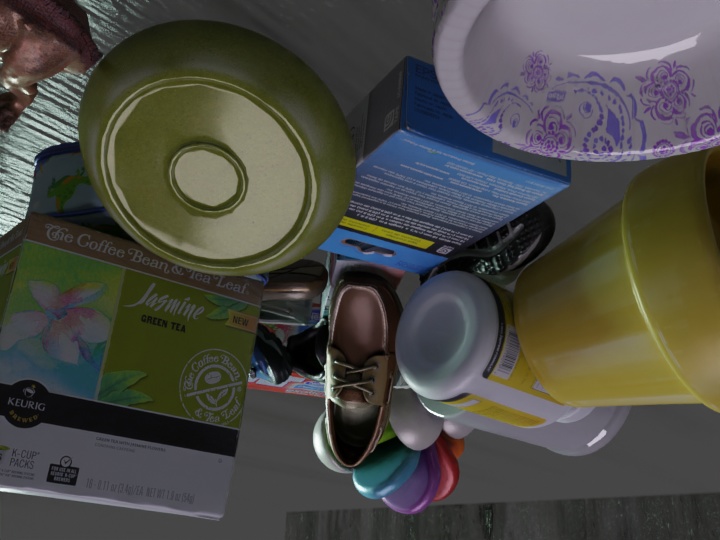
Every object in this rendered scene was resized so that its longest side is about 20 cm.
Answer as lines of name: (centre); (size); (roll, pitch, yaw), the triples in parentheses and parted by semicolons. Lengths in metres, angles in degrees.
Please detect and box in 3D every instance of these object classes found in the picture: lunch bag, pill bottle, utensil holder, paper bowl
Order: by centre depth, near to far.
paper bowl: (0.134, -0.145, 0.420); (0.199, 0.105, 0.201); (3, 159, 1)
lunch bag: (-0.178, -0.042, 0.746); (0.159, 0.083, 0.200); (-6, 157, 19)
pill bottle: (0.134, 0.080, 0.784); (0.199, 0.113, 0.112); (23, 151, -39)
utensil holder: (0.180, 0.108, 0.975); (0.199, 0.171, 0.170); (18, 154, -29)

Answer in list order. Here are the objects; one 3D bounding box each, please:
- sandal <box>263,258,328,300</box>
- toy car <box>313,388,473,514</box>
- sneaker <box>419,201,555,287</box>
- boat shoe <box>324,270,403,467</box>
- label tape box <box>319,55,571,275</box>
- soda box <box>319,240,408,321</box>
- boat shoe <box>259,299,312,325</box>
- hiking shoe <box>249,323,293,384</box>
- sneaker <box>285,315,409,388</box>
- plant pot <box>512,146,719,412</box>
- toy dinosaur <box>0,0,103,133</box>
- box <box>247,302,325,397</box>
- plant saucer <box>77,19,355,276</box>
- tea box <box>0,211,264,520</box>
sandal: (-0.116, 0.021, 0.864); (0.199, 0.054, 0.080); (3, -154, 33)
toy car: (0.054, 0.218, 1.052); (0.174, 0.151, 0.199); (-26, 164, 33)
sneaker: (0.126, -0.023, 0.802); (0.079, 0.074, 0.200); (-5, 167, -23)
boat shoe: (0.002, 0.099, 0.804); (0.075, 0.074, 0.201); (5, 122, 8)
label tape box: (0.044, -0.071, 0.672); (0.143, 0.064, 0.200); (14, 155, -24)
soda box: (0.000, 0.000, 0.861); (0.068, 0.064, 0.200); (5, 158, -6)
boat shoe: (-0.150, 0.034, 0.959); (0.198, 0.066, 0.074); (-2, 159, 12)
hiking shoe: (-0.165, 0.086, 0.899); (0.199, 0.087, 0.075); (19, 141, 22)
sneaker: (-0.001, 0.082, 0.880); (0.199, 0.074, 0.087); (-11, 163, 40)
plant pot: (0.234, 0.026, 0.686); (0.200, 0.202, 0.188); (21, 145, -40)
toy dinosaur: (-0.200, -0.150, 0.483); (0.135, 0.087, 0.200); (-18, 157, 28)
box: (-0.069, 0.099, 1.073); (0.198, 0.096, 0.100); (10, 157, -21)
plant saucer: (-0.103, -0.070, 0.597); (0.198, 0.031, 0.201); (3, 126, 4)
tea box: (-0.206, 0.084, 0.690); (0.199, 0.198, 0.133); (17, 161, -32)
